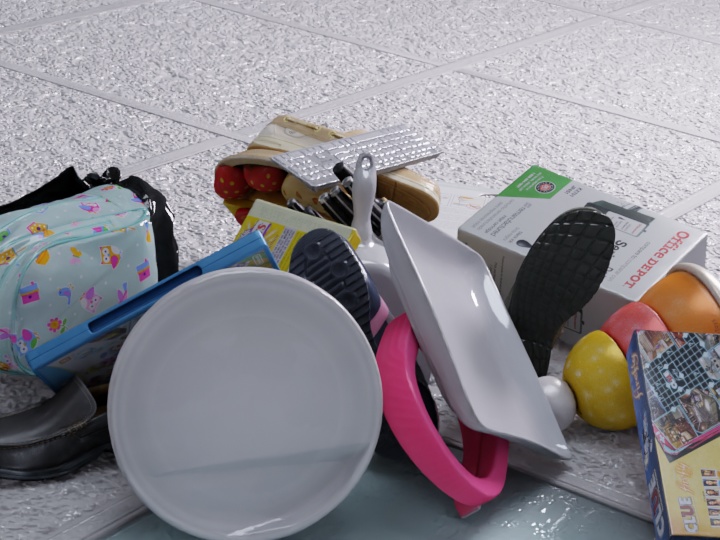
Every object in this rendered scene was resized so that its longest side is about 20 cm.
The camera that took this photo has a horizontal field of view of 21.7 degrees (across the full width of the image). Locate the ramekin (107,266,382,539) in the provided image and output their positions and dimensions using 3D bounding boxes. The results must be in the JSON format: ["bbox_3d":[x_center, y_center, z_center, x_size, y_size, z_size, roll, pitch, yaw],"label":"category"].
[{"bbox_3d":[-0.088,0.092,1.383,0.202,0.203,0.094,2,9,-10],"label":"ramekin"}]

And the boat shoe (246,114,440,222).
[{"bbox_3d":[-0.009,-0.106,1.819,0.200,0.074,0.069,19,56,12],"label":"boat shoe"}]

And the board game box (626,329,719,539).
[{"bbox_3d":[0.288,0.135,1.464,0.135,0.035,0.200,4,48,-6],"label":"board game box"}]

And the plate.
[{"bbox_3d":[0.085,0.056,1.487,0.200,0.032,0.200,27,38,-61],"label":"plate"}]

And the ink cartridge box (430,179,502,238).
[{"bbox_3d":[0.144,-0.038,1.969,0.200,0.044,0.174,9,21,7],"label":"ink cartridge box"}]

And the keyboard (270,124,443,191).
[{"bbox_3d":[-0.001,-0.108,1.757,0.056,0.011,0.200,40,34,24],"label":"keyboard"}]

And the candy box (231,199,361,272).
[{"bbox_3d":[-0.087,0.039,1.558,0.102,0.026,0.200,17,68,29],"label":"candy box"}]

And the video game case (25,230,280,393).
[{"bbox_3d":[-0.153,0.043,1.473,0.200,0.018,0.143,-28,-18,-3],"label":"video game case"}]

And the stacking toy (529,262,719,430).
[{"bbox_3d":[0.222,0.086,1.597,0.200,0.146,0.146,-17,27,-14],"label":"stacking toy"}]

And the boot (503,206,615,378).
[{"bbox_3d":[0.158,0.010,1.645,0.068,0.200,0.131,22,25,-6],"label":"boot"}]

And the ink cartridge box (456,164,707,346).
[{"bbox_3d":[0.211,-0.006,1.792,0.200,0.083,0.147,24,42,27],"label":"ink cartridge box"}]

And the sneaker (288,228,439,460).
[{"bbox_3d":[0.004,0.061,1.527,0.070,0.200,0.082,-25,-9,16],"label":"sneaker"}]

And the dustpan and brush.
[{"bbox_3d":[0.000,0.000,1.615,0.139,0.200,0.057,2,20,-7],"label":"dustpan and brush"}]

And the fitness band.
[{"bbox_3d":[0.064,0.106,1.454,0.037,0.144,0.200,-28,14,16],"label":"fitness band"}]

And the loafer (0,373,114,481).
[{"bbox_3d":[-0.222,0.112,1.448,0.200,0.072,0.073,-8,27,-31],"label":"loafer"}]

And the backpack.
[{"bbox_3d":[-0.244,0.009,1.523,0.127,0.167,0.200,10,18,44],"label":"backpack"}]

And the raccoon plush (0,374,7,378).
[{"bbox_3d":[-0.262,0.037,1.666,0.134,0.097,0.200,14,49,-19],"label":"raccoon plush"}]

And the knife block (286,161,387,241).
[{"bbox_3d":[0.029,-0.020,1.699,0.200,0.176,0.064,-1,38,-18],"label":"knife block"}]

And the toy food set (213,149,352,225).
[{"bbox_3d":[-0.051,-0.052,1.811,0.200,0.049,0.198,13,-21,27],"label":"toy food set"}]
